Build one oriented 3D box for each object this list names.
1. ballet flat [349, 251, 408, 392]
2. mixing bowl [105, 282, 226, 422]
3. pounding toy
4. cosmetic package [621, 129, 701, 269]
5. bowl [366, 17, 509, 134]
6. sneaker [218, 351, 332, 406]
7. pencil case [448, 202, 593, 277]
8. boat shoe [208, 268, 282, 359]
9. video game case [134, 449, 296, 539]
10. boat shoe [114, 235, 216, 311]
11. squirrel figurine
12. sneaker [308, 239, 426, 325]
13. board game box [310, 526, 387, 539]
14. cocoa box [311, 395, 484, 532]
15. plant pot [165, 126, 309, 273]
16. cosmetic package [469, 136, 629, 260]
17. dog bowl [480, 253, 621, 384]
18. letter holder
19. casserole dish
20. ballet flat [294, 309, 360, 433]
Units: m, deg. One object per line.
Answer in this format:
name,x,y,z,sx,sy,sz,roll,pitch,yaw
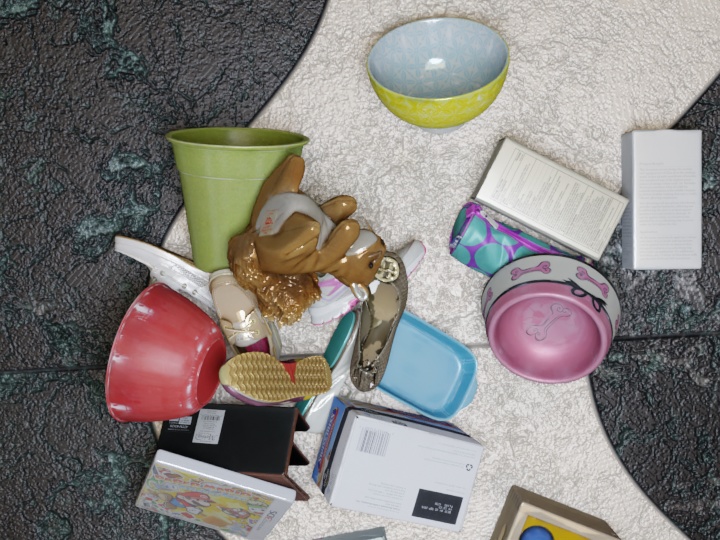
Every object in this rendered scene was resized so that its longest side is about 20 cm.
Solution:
ballet flat,0.023,0.071,1.441,0.067,0.046,0.200,13,86,7
mixing bowl,-0.253,0.127,1.421,0.108,0.200,0.201,15,92,13
pounding toy,0.278,0.451,1.494,0.184,0.142,0.200,21,92,-1
cosmetic package,0.437,-0.102,1.505,0.101,0.071,0.200,0,93,0
bowl,0.112,-0.260,1.467,0.200,0.200,0.108,-9,135,0
sneaker,-0.132,0.157,1.424,0.090,0.200,0.075,-23,68,37
pencil case,0.227,-0.022,1.499,0.200,0.092,0.085,25,48,-3
boat shoe,-0.159,0.081,1.458,0.074,0.069,0.200,-14,134,12
video game case,-0.210,0.325,1.467,0.200,0.182,0.023,19,54,-9
boat shoe,-0.274,0.010,1.507,0.200,0.071,0.069,24,91,-3
squirrel figurine,-0.069,-0.019,1.391,0.200,0.142,0.187,-43,135,19
sneaker,0.000,0.000,1.503,0.200,0.081,0.088,-28,94,0
board game box,-0.017,0.498,1.535,0.147,0.064,0.200,-10,91,1
cocoa box,0.050,0.273,1.471,0.200,0.131,0.134,15,93,-16
plant pot,-0.173,-0.097,1.461,0.200,0.200,0.190,1,105,0
cosmetic package,0.271,-0.103,1.497,0.200,0.087,0.104,28,93,-2
dog bowl,0.266,0.077,1.461,0.200,0.074,0.200,7,128,9
letter holder,-0.174,0.266,1.499,0.200,0.142,0.101,0,61,16
casserole dish,0.079,0.138,1.508,0.200,0.039,0.121,31,78,-16
ballet flat,-0.033,0.153,1.525,0.069,0.069,0.200,28,96,-1
